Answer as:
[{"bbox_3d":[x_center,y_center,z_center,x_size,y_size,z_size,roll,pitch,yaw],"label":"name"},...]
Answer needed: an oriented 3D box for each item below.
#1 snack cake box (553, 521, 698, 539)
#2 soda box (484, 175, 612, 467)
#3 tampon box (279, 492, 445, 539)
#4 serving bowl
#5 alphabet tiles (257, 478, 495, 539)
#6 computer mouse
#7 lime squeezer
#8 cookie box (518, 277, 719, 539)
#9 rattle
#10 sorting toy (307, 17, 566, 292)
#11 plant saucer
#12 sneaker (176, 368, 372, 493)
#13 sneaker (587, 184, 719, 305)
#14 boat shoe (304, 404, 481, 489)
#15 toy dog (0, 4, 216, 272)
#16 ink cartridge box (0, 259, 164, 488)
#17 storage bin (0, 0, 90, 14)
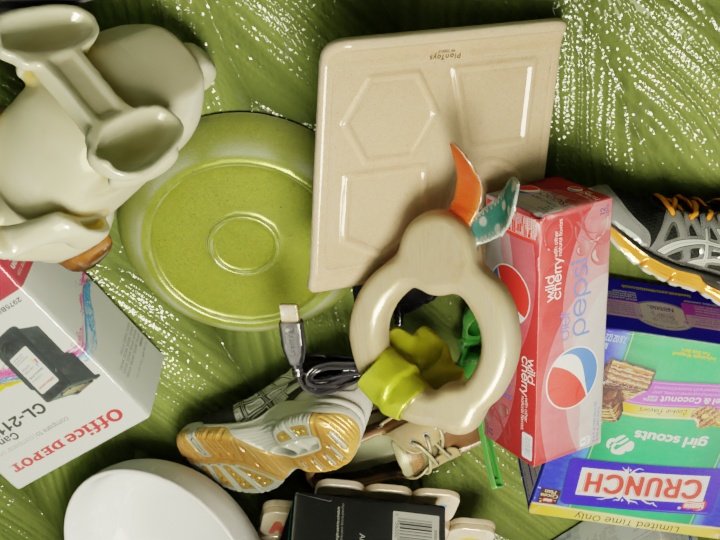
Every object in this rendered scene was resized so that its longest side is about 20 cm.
[{"bbox_3d":[0.201,0.287,1.276,0.200,0.115,0.067,-37,117,24],"label":"snack cake box"},{"bbox_3d":[0.136,0.037,1.070,0.070,0.063,0.200,-15,117,-29],"label":"soda box"},{"bbox_3d":[-0.011,0.295,1.207,0.126,0.150,0.200,7,146,-7],"label":"tampon box"},{"bbox_3d":[-0.157,0.244,1.261,0.200,0.066,0.200,14,119,26],"label":"serving bowl"},{"bbox_3d":[0.011,0.232,1.261,0.200,0.015,0.196,6,146,-6],"label":"alphabet tiles"},{"bbox_3d":[0.000,0.000,1.099,0.140,0.046,0.200,-11,121,-21],"label":"computer mouse"},{"bbox_3d":[0.108,0.067,1.150,0.071,0.038,0.200,19,106,31],"label":"lime squeezer"},{"bbox_3d":[0.235,0.113,1.179,0.171,0.075,0.200,8,125,-6],"label":"cookie box"},{"bbox_3d":[0.080,0.010,1.048,0.143,0.130,0.200,1,102,-49],"label":"rattle"},{"bbox_3d":[0.050,-0.083,1.033,0.185,0.036,0.200,-9,125,-23],"label":"sorting toy"},{"bbox_3d":[-0.088,-0.026,1.118,0.200,0.031,0.200,1,124,1],"label":"plant saucer"},{"bbox_3d":[-0.064,0.124,1.198,0.200,0.088,0.076,-13,125,39],"label":"sneaker"},{"bbox_3d":[0.255,-0.025,1.091,0.200,0.078,0.077,23,109,-17],"label":"sneaker"},{"bbox_3d":[0.044,0.140,1.203,0.200,0.074,0.076,-18,122,14],"label":"boat shoe"},{"bbox_3d":[-0.205,-0.084,1.018,0.140,0.194,0.200,43,131,0],"label":"toy dog"},{"bbox_3d":[-0.274,0.058,1.149,0.146,0.083,0.200,-30,119,19],"label":"ink cartridge box"},{"bbox_3d":[-0.231,-0.219,0.876,0.135,0.200,0.094,-13,87,10],"label":"storage bin"}]
